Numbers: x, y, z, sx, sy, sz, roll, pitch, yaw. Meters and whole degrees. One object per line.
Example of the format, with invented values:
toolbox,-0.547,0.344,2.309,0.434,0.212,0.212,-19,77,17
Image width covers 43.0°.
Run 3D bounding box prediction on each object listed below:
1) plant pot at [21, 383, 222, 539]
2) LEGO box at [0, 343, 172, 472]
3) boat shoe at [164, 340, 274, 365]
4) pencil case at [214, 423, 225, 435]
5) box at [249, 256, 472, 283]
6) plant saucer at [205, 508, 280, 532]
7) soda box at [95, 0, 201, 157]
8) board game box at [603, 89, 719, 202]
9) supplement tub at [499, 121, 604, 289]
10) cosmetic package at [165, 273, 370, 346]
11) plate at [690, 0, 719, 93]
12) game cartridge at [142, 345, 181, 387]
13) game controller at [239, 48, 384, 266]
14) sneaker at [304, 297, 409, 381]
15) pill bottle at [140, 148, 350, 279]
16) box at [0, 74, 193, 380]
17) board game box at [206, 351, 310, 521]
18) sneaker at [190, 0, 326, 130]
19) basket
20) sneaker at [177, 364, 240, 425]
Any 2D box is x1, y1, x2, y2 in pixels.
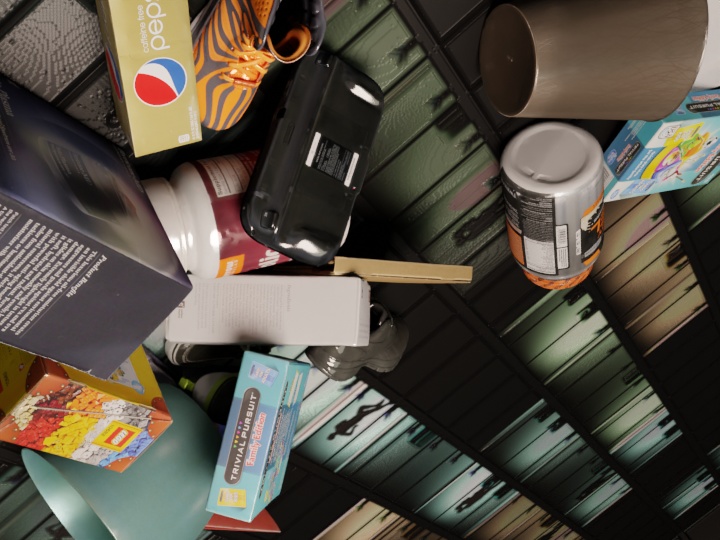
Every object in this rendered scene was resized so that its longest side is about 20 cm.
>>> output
plant pot,-0.236,0.219,0.987,0.161,0.200,0.202,-39,148,-31
LEGO box,-0.277,0.070,0.843,0.077,0.201,0.149,-43,140,11
boat shoe,-0.127,0.066,1.056,0.198,0.064,0.071,-24,141,-13
pencil case,-0.160,0.250,1.173,0.200,0.086,0.079,74,34,-67
box,0.000,0.000,1.022,0.198,0.162,0.022,3,88,-39
plant saucer,-0.233,0.310,1.171,0.198,0.037,0.199,-6,161,29
soda box,-0.176,-0.197,0.743,0.063,0.068,0.202,-18,139,-19
board game box,0.416,-0.165,1.195,0.198,0.047,0.152,-11,150,-27
supplement tub,0.239,-0.074,1.128,0.122,0.123,0.201,-28,142,-7
cosmetic package,-0.092,0.043,0.954,0.197,0.075,0.102,2,175,8
plate,0.452,-0.313,1.106,0.198,0.032,0.201,-22,139,-16
game cartridge,-0.264,0.169,1.091,0.129,0.039,0.200,-31,142,2
game controller,-0.041,-0.108,0.859,0.104,0.042,0.202,28,71,-31
sneaker,0.015,0.076,1.130,0.091,0.076,0.199,-58,161,21
pill bottle,-0.120,-0.056,0.893,0.198,0.115,0.115,-14,138,-24
box,-0.266,-0.045,0.732,0.123,0.201,0.198,-43,142,11
board game box,-0.102,0.165,0.954,0.200,0.046,0.153,66,37,-83
sneaker,-0.093,-0.188,0.776,0.077,0.112,0.202,-4,133,-32
basket,0.237,-0.231,0.961,0.197,0.137,0.182,-11,135,-22
sneaker,-0.162,0.136,1.099,0.072,0.082,0.200,-63,168,-4
